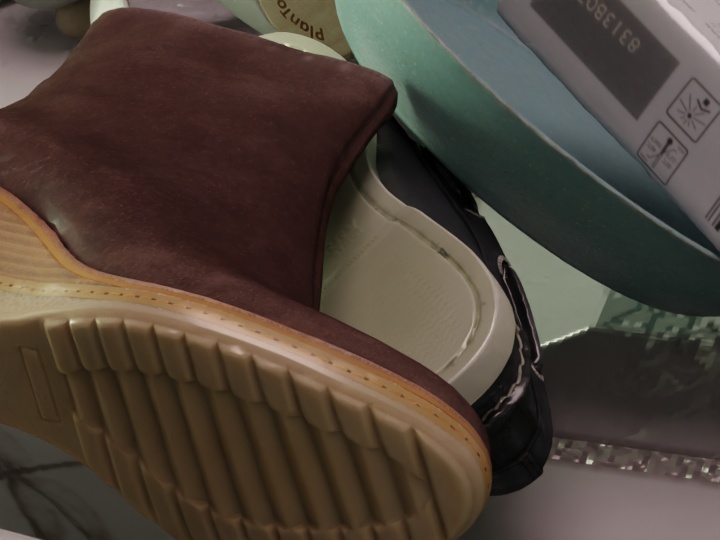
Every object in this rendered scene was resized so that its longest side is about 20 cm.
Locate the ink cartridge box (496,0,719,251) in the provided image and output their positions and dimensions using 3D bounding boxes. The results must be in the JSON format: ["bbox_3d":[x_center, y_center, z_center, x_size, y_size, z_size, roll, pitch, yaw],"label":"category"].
[{"bbox_3d":[0.156,-0.042,0.847,0.200,0.057,0.163,-2,44,-53],"label":"ink cartridge box"}]

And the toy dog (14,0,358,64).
[{"bbox_3d":[-0.035,-0.093,0.987,0.132,0.096,0.200,-29,26,-25],"label":"toy dog"}]

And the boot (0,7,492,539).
[{"bbox_3d":[-0.029,-0.010,0.727,0.200,0.072,0.166,14,39,25],"label":"boot"}]

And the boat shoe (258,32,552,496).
[{"bbox_3d":[0.002,-0.001,0.811,0.075,0.066,0.199,-43,37,-2],"label":"boat shoe"}]

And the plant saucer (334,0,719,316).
[{"bbox_3d":[0.061,-0.049,0.856,0.200,0.036,0.200,35,20,-14],"label":"plant saucer"}]

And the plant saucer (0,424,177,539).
[{"bbox_3d":[-0.087,0.048,0.773,0.200,0.050,0.200,15,23,-6],"label":"plant saucer"}]
